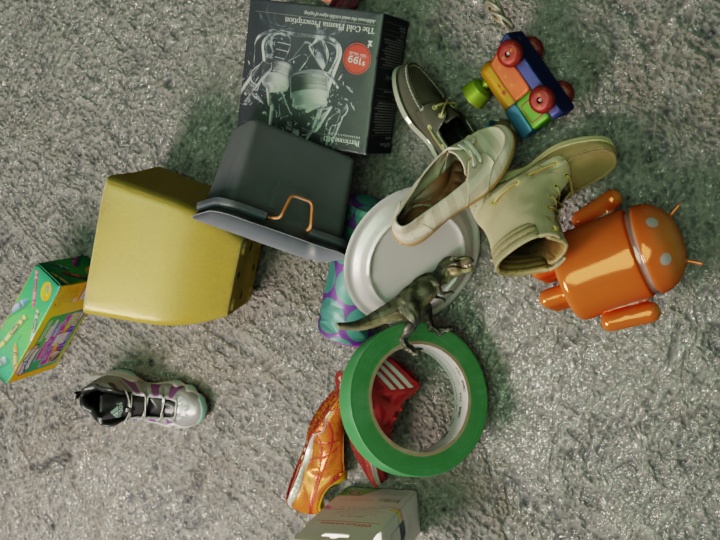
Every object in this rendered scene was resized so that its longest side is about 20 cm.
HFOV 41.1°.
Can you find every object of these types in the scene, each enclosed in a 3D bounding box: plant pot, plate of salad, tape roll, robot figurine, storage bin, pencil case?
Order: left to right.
[{"bbox_3d":[-0.252,-0.024,1.382,0.198,0.196,0.197,15,102,7],"label":"plant pot"},{"bbox_3d":[-0.100,-0.106,1.255,0.145,0.198,0.136,-4,70,64],"label":"storage bin"},{"bbox_3d":[0.000,0.000,1.333,0.085,0.091,0.203,38,117,60],"label":"pencil case"},{"bbox_3d":[0.067,-0.022,1.276,0.202,0.198,0.048,-65,32,16],"label":"plate of salad"},{"bbox_3d":[0.072,0.171,1.279,0.198,0.048,0.203,4,79,-19],"label":"tape roll"},{"bbox_3d":[0.313,-0.013,1.190,0.198,0.145,0.117,-21,125,23],"label":"robot figurine"}]

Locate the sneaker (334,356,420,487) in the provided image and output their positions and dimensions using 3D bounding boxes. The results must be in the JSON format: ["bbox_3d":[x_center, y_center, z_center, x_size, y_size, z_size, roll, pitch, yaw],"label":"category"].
[{"bbox_3d":[0.041,0.209,1.348,0.114,0.078,0.202,-21,125,-13],"label":"sneaker"}]

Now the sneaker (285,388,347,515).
[{"bbox_3d":[-0.047,0.264,1.406,0.076,0.073,0.202,18,107,-6],"label":"sneaker"}]

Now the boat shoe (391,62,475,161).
[{"bbox_3d":[0.112,-0.190,1.263,0.060,0.072,0.203,-29,91,53],"label":"boat shoe"}]

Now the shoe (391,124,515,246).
[{"bbox_3d":[0.115,-0.110,1.190,0.200,0.053,0.070,-44,64,-4],"label":"shoe"}]

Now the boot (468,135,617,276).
[{"bbox_3d":[0.239,-0.079,1.177,0.198,0.156,0.073,-21,129,6],"label":"boot"}]

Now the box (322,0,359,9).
[{"bbox_3d":[-0.077,-0.447,1.300,0.199,0.095,0.103,36,108,14],"label":"box"}]

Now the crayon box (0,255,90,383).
[{"bbox_3d":[-0.499,0.077,1.523,0.058,0.119,0.201,38,108,13],"label":"crayon box"}]

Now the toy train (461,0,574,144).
[{"bbox_3d":[0.175,-0.258,1.239,0.115,0.084,0.201,-38,82,35],"label":"toy train"}]

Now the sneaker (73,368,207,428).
[{"bbox_3d":[-0.346,0.211,1.467,0.198,0.140,0.079,7,99,21],"label":"sneaker"}]

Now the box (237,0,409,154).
[{"bbox_3d":[-0.052,-0.263,1.309,0.198,0.104,0.185,11,102,20],"label":"box"}]

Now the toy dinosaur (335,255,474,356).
[{"bbox_3d":[0.071,0.057,1.253,0.199,0.047,0.089,-30,95,-12],"label":"toy dinosaur"}]

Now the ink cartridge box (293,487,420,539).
[{"bbox_3d":[-0.002,0.364,1.318,0.116,0.200,0.068,-2,96,22],"label":"ink cartridge box"}]
